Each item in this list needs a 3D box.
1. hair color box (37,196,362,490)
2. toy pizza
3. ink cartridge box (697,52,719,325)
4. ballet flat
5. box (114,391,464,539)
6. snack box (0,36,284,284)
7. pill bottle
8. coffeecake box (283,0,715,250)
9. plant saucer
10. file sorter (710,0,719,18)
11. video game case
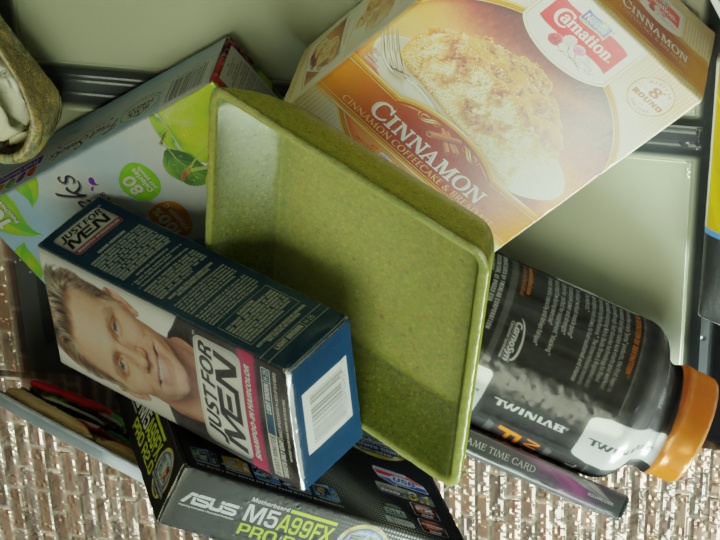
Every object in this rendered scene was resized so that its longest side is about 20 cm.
[{"bbox_3d":[-0.096,0.042,1.659,0.199,0.060,0.100,25,139,32],"label":"hair color box"},{"bbox_3d":[-0.148,0.116,1.812,0.199,0.032,0.200,27,175,3],"label":"toy pizza"},{"bbox_3d":[0.293,-0.020,1.604,0.199,0.047,0.198,24,135,28],"label":"ink cartridge box"},{"bbox_3d":[-0.249,-0.143,1.653,0.070,0.071,0.200,-21,121,28],"label":"ballet flat"},{"bbox_3d":[-0.045,0.126,1.746,0.199,0.160,0.044,19,111,-22],"label":"box"},{"bbox_3d":[-0.117,-0.041,1.724,0.199,0.053,0.142,-25,119,31],"label":"snack box"},{"bbox_3d":[0.118,0.061,1.718,0.199,0.106,0.106,24,131,-6],"label":"pill bottle"},{"bbox_3d":[0.078,-0.113,1.604,0.153,0.073,0.200,40,127,-18],"label":"coffeecake box"},{"bbox_3d":[0.000,0.000,1.607,0.199,0.048,0.201,33,142,23],"label":"plant saucer"},{"bbox_3d":[0.288,-0.175,1.468,0.199,0.125,0.139,-17,123,26],"label":"file sorter"},{"bbox_3d":[0.064,0.107,1.766,0.199,0.143,0.019,25,87,-7],"label":"video game case"}]
